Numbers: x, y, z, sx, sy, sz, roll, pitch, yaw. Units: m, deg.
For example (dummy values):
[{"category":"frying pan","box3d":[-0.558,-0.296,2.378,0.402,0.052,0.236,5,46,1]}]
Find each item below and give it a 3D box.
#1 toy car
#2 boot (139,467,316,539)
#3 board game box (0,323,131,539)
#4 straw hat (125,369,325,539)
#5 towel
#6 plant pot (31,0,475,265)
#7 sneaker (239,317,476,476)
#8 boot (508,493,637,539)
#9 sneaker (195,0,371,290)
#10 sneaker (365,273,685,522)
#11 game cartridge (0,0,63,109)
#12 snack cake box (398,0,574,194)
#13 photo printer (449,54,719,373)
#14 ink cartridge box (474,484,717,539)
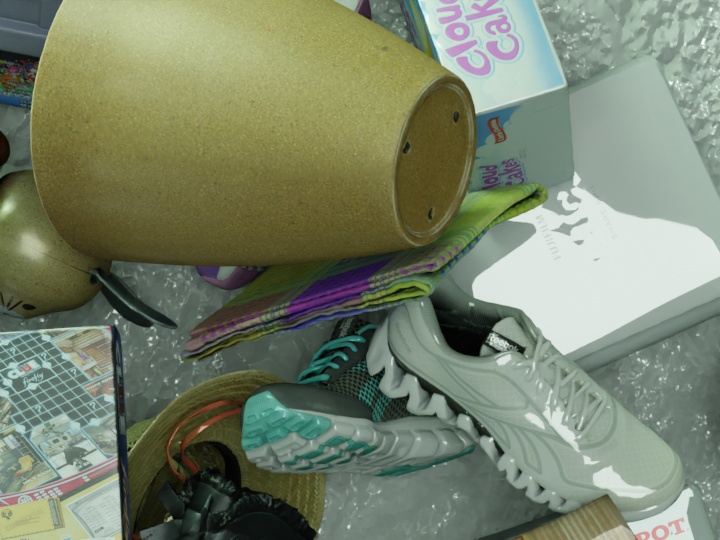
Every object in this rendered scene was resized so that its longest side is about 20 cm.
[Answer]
[{"category":"toy car","box3d":[-0.208,-0.001,1.554,0.200,0.164,0.158,25,87,-14]},{"category":"boot","box3d":[-0.077,0.215,1.545,0.073,0.198,0.163,20,77,37]},{"category":"board game box","box3d":[-0.231,0.105,1.469,0.199,0.035,0.136,-4,81,3]},{"category":"straw hat","box3d":[-0.115,0.138,1.578,0.085,0.201,0.201,26,86,40]},{"category":"towel","box3d":[0.000,0.000,1.517,0.200,0.144,0.023,-17,104,37]},{"category":"plant pot","box3d":[-0.046,-0.077,1.437,0.200,0.186,0.187,14,87,28]},{"category":"sneaker","box3d":[-0.010,0.071,1.555,0.077,0.200,0.091,-20,74,28]},{"category":"boot","box3d":[0.122,0.242,1.458,0.155,0.074,0.200,-33,85,2]},{"category":"sneaker","box3d":[-0.066,-0.089,1.600,0.088,0.080,0.201,20,87,8]},{"category":"sneaker","box3d":[0.097,0.072,1.490,0.200,0.081,0.075,31,49,9]},{"category":"game cartridge","box3d":[-0.208,-0.147,1.569,0.199,0.130,0.038,11,52,-2]},{"category":"snack cake box","box3d":[0.063,-0.153,1.551,0.067,0.115,0.200,-17,64,-3]},{"category":"photo printer","box3d":[0.120,-0.020,1.602,0.200,0.069,0.167,-23,82,-3]},{"category":"ink cartridge box","box3d":[0.154,0.238,1.561,0.145,0.145,0.201,-18,89,-4]}]
